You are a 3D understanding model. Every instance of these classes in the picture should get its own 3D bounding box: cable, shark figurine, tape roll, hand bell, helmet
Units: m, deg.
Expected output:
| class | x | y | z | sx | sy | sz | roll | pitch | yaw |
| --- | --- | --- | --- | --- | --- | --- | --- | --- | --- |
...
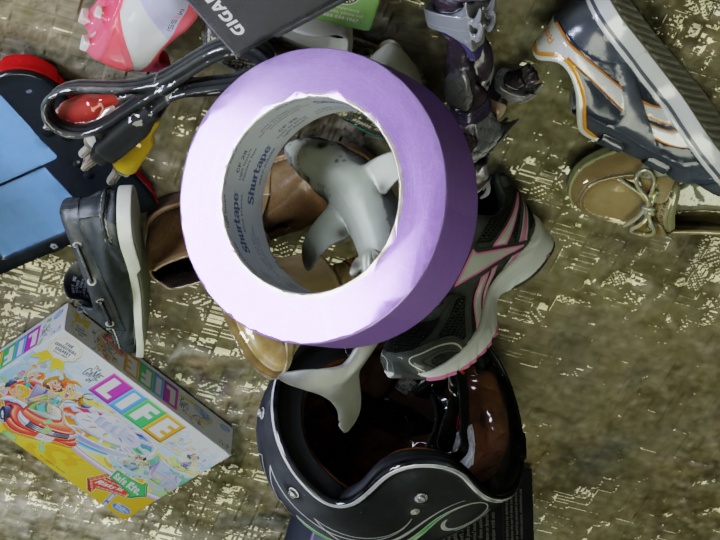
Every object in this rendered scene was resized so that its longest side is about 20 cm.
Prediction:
| class | x | y | z | sx | sy | sz | roll | pitch | yaw |
| --- | --- | --- | --- | --- | --- | --- | --- | --- | --- |
| cable | -0.152 | -0.132 | 1.479 | 0.200 | 0.050 | 0.097 | -33 | 121 | 30 |
| shark figurine | 0.014 | -0.001 | 1.478 | 0.128 | 0.216 | 0.089 | -14 | 159 | 29 |
| tape roll | -0.022 | -0.048 | 1.408 | 0.199 | 0.201 | 0.066 | -23 | 167 | 21 |
| hand bell | 0.000 | 0.000 | 1.575 | 0.199 | 0.104 | 0.105 | -22 | 139 | -26 |
| helmet | 0.017 | 0.136 | 1.665 | 0.190 | 0.201 | 0.200 | -16 | 131 | 27 |

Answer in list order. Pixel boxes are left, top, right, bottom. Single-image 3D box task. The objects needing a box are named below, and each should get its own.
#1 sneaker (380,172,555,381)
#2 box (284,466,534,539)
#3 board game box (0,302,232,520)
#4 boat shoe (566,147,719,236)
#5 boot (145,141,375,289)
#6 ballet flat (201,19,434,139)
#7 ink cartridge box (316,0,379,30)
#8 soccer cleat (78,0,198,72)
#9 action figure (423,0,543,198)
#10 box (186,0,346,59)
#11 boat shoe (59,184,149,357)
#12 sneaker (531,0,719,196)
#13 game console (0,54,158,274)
| class | x | y | z | sx | sy | sz | roll | pitch | yaw |
| --- | --- | --- | --- | --- | --- | --- | --- | --- | --- |
| sneaker | 0.067 | 0.000 | 1.551 | 0.080 | 0.200 | 0.087 | -6 | 124 | 38 |
| box | 0.034 | 0.265 | 1.827 | 0.197 | 0.124 | 0.201 | 11 | 132 | -6 |
| board game box | -0.226 | 0.124 | 1.763 | 0.134 | 0.034 | 0.200 | -33 | 124 | 27 |
| boat shoe | 0.258 | -0.054 | 1.563 | 0.199 | 0.063 | 0.073 | 4 | 133 | -2 |
| boot | -0.076 | -0.037 | 1.583 | 0.199 | 0.076 | 0.074 | -20 | 127 | 18 |
| ballet flat | -0.016 | -0.150 | 1.477 | 0.199 | 0.068 | 0.075 | 22 | 145 | -15 |
| ink cartridge box | -0.023 | -0.269 | 1.371 | 0.116 | 0.068 | 0.201 | 13 | 133 | -8 |
| soccer cleat | -0.131 | -0.215 | 1.432 | 0.076 | 0.067 | 0.200 | 14 | 134 | -27 |
| action figure | 0.079 | -0.131 | 1.466 | 0.069 | 0.130 | 0.201 | 13 | 132 | 23 |
| box | -0.057 | -0.255 | 1.308 | 0.198 | 0.050 | 0.200 | -25 | 126 | 23 |
| boat shoe | -0.201 | 0.004 | 1.608 | 0.066 | 0.075 | 0.200 | -1 | 151 | -2 |
| sneaker | 0.204 | -0.119 | 1.497 | 0.079 | 0.079 | 0.200 | -33 | 113 | 22 |
| game console | -0.282 | -0.072 | 1.586 | 0.199 | 0.031 | 0.177 | -21 | 128 | 20 |
